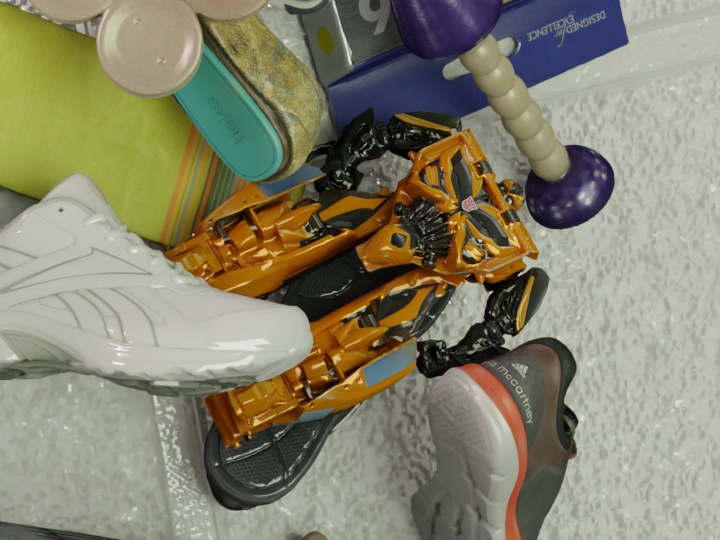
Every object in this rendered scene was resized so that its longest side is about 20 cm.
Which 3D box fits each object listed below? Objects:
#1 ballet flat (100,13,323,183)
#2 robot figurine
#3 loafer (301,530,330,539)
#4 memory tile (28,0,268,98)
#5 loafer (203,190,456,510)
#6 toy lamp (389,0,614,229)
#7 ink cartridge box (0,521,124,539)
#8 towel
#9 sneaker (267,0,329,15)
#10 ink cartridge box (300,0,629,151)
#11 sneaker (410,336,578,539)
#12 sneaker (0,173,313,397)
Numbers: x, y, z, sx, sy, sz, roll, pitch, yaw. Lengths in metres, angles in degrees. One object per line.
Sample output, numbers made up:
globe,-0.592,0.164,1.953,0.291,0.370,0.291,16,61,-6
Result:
ballet flat,-0.088,-0.132,1.303,0.071,0.071,0.200,-42,100,-21
robot figurine,0.000,0.000,1.332,0.200,0.058,0.145,-27,82,-18
loafer,0.035,0.205,1.418,0.200,0.072,0.063,33,71,-27
memory tile,-0.116,-0.191,1.244,0.200,0.017,0.153,44,90,-1
loafer,-0.017,0.040,1.382,0.072,0.063,0.200,37,69,2
toy lamp,0.069,-0.096,1.378,0.058,0.058,0.200,-53,135,-16
ink cartridge box,-0.136,0.200,1.265,0.199,0.145,0.145,13,89,-33
towel,-0.113,-0.062,1.328,0.199,0.018,0.086,20,81,-31
sneaker,-0.070,-0.207,1.285,0.073,0.071,0.200,-40,104,5
ink cartridge box,0.053,-0.180,1.400,0.197,0.047,0.201,-25,106,-27
sneaker,0.081,0.107,1.378,0.082,0.077,0.200,-30,153,-23
sneaker,-0.118,0.005,1.250,0.199,0.078,0.100,5,82,9
